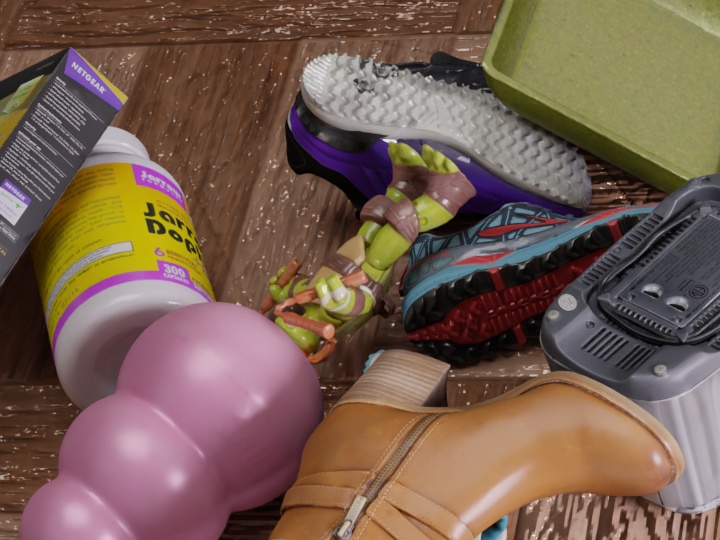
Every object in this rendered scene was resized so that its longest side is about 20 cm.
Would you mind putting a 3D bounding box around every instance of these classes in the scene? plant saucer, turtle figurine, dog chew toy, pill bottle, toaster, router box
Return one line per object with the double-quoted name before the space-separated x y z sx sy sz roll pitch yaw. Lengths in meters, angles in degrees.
"plant saucer" 0.176 -0.131 1.869 0.200 0.048 0.200 27 47 -6
"turtle figurine" 0.000 0.000 1.759 0.161 0.064 0.200 -50 9 -10
"dog chew toy" -0.114 0.112 1.688 0.124 0.125 0.200 29 64 38
"pill bottle" -0.150 -0.004 1.831 0.104 0.104 0.200 -17 41 -3
"toaster" 0.195 0.040 1.665 0.113 0.129 0.200 27 56 36
"router box" -0.247 -0.047 1.852 0.200 0.052 0.157 -17 36 56

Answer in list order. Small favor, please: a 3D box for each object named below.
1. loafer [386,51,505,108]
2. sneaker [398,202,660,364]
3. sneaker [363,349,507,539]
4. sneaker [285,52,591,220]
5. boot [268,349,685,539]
"loafer" 0.059 -0.113 1.920 0.200 0.068 0.071 -4 52 17
"sneaker" 0.117 -0.016 1.790 0.199 0.079 0.096 -13 39 2
"sneaker" 0.040 0.127 1.664 0.080 0.077 0.200 -7 48 -2
"sneaker" 0.044 -0.065 1.867 0.199 0.100 0.070 20 43 -8
"boot" 0.058 0.125 1.568 0.199 0.074 0.155 9 44 27
